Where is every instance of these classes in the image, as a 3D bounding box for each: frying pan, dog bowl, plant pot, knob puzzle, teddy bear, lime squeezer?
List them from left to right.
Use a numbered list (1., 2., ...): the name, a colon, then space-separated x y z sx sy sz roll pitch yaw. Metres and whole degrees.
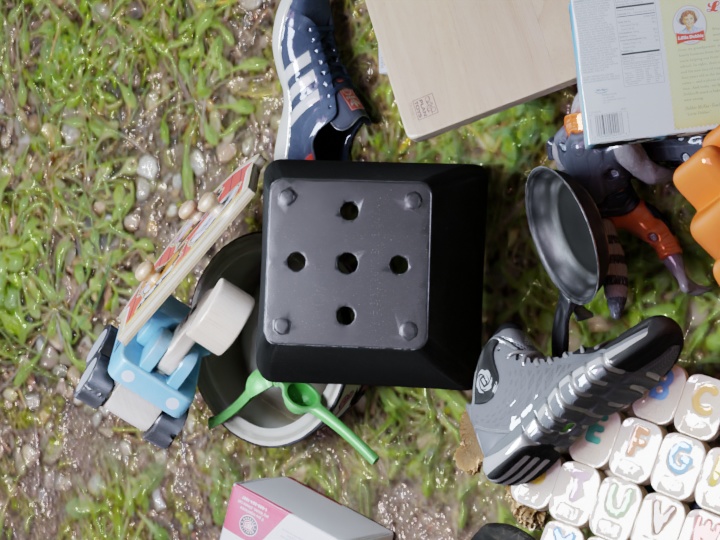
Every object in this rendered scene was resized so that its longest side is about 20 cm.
1. knob puzzle: -0.158 -0.034 1.655 0.030 0.220 0.220 39 120 -11
2. lime squeezer: -0.069 0.126 1.673 0.199 0.038 0.071 8 96 37
3. dog bowl: -0.067 0.063 1.740 0.199 0.074 0.201 1 91 37
4. plant pot: 0.000 0.000 1.565 0.198 0.177 0.201 2 88 8
5. teddy bear: 0.172 0.145 1.548 0.199 0.067 0.146 -22 58 40
6. frying pan: 0.174 0.006 1.477 0.115 0.031 0.191 28 135 66

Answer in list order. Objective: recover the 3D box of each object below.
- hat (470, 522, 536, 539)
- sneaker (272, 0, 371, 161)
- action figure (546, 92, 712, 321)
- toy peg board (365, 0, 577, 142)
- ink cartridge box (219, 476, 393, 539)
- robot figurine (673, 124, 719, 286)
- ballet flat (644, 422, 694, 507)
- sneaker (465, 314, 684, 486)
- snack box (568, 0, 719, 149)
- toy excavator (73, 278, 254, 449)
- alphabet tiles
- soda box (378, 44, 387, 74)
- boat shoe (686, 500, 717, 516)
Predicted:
1. hat: 0.129 0.259 1.545 0.200 0.200 0.081 17 79 37
2. sneaker: -0.029 -0.170 1.709 0.084 0.075 0.201 10 107 39
3. action figure: 0.224 -0.067 1.493 0.199 0.104 0.195 -13 93 41
4. toy peg board: 0.116 -0.227 1.546 0.198 0.098 0.201 -20 78 17
5. ink cartridge box: -0.068 0.314 1.739 0.146 0.083 0.201 23 104 35
6. robot figurine: 0.327 -0.025 1.381 0.200 0.144 0.117 43 122 1
7. ballet flat: 0.238 0.220 1.501 0.072 0.072 0.201 3 65 38
8. sneaker: 0.155 0.071 1.465 0.200 0.075 0.116 -41 53 22
9. snack box: 0.267 -0.164 1.431 0.199 0.037 0.117 -6 87 4
10. toy excavator: -0.165 0.063 1.661 0.100 0.195 0.200 32 109 -13
11. alphabet tiles: 0.210 0.165 1.449 0.199 0.015 0.197 18 87 40
12. soda box: 0.057 -0.274 1.638 0.063 0.068 0.201 -2 90 39
13. boat shoe: 0.310 0.166 1.433 0.075 0.093 0.201 35 112 32
